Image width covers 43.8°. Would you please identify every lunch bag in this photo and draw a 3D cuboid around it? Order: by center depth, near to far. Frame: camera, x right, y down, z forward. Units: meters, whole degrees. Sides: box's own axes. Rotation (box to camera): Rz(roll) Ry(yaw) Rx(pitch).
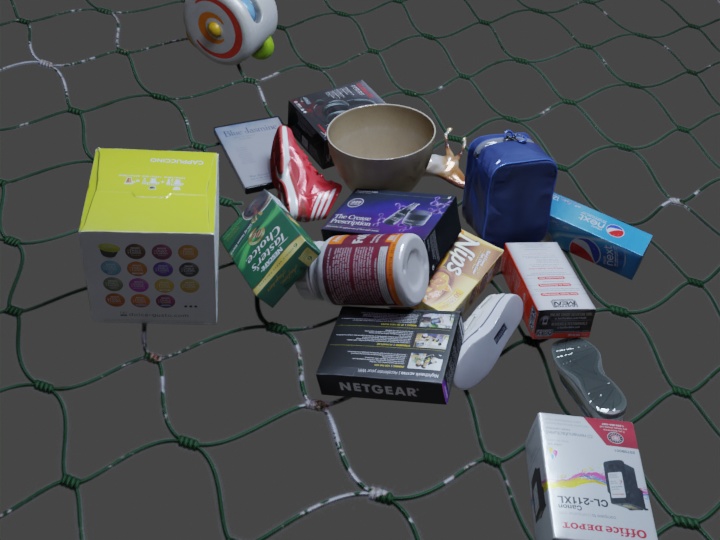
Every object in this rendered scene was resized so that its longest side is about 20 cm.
[{"bbox_3d":[0.258,-0.152,1.598,0.134,0.202,0.133,-6,32,-17],"label":"lunch bag"}]

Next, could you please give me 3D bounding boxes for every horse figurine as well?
[{"bbox_3d":[0.139,-0.224,1.755,0.197,0.050,0.134,10,64,-11],"label":"horse figurine"}]

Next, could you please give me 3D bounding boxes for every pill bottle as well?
[{"bbox_3d":[0.000,0.000,1.431,0.198,0.115,0.115,-1,38,28],"label":"pill bottle"}]

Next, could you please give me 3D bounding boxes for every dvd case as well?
[{"bbox_3d":[-0.189,-0.229,1.745,0.141,0.018,0.201,-14,48,-20],"label":"dvd case"}]

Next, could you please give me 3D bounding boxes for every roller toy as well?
[{"bbox_3d":[-0.286,-0.547,1.935,0.198,0.184,0.140,23,47,15],"label":"roller toy"}]

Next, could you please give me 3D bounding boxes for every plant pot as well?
[{"bbox_3d":[0.040,-0.201,1.657,0.197,0.136,0.202,-2,39,1],"label":"plant pot"}]

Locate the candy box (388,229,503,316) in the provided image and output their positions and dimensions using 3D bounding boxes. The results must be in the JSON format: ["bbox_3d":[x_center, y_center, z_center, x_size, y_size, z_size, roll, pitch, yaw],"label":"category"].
[{"bbox_3d":[0.147,0.012,1.522,0.115,0.056,0.200,28,47,20],"label":"candy box"}]

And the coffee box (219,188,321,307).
[{"bbox_3d":[-0.151,-0.041,1.465,0.123,0.044,0.200,-46,39,6],"label":"coffee box"}]

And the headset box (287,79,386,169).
[{"bbox_3d":[-0.026,-0.298,1.797,0.198,0.078,0.149,-21,51,-24],"label":"headset box"}]

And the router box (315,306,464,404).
[{"bbox_3d":[0.047,0.125,1.359,0.197,0.051,0.150,2,42,20],"label":"router box"}]

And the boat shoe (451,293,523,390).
[{"bbox_3d":[0.185,0.108,1.426,0.065,0.072,0.201,6,49,45],"label":"boat shoe"}]

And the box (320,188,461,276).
[{"bbox_3d":[0.054,-0.069,1.531,0.198,0.080,0.141,7,35,28],"label":"box"}]

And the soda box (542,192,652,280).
[{"bbox_3d":[0.421,-0.064,1.633,0.198,0.065,0.068,26,47,18],"label":"soda box"}]

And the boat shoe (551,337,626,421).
[{"bbox_3d":[0.349,0.176,1.379,0.073,0.065,0.203,-13,33,-8],"label":"boat shoe"}]

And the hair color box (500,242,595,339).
[{"bbox_3d":[0.310,0.030,1.500,0.100,0.062,0.201,0,33,-8],"label":"hair color box"}]

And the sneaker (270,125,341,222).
[{"bbox_3d":[-0.100,-0.175,1.659,0.114,0.078,0.203,1,67,-22],"label":"sneaker"}]

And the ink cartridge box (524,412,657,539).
[{"bbox_3d":[0.313,0.306,1.228,0.144,0.083,0.201,6,44,-3],"label":"ink cartridge box"}]

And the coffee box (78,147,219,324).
[{"bbox_3d":[-0.324,-0.055,1.419,0.197,0.199,0.201,1,44,-7],"label":"coffee box"}]
